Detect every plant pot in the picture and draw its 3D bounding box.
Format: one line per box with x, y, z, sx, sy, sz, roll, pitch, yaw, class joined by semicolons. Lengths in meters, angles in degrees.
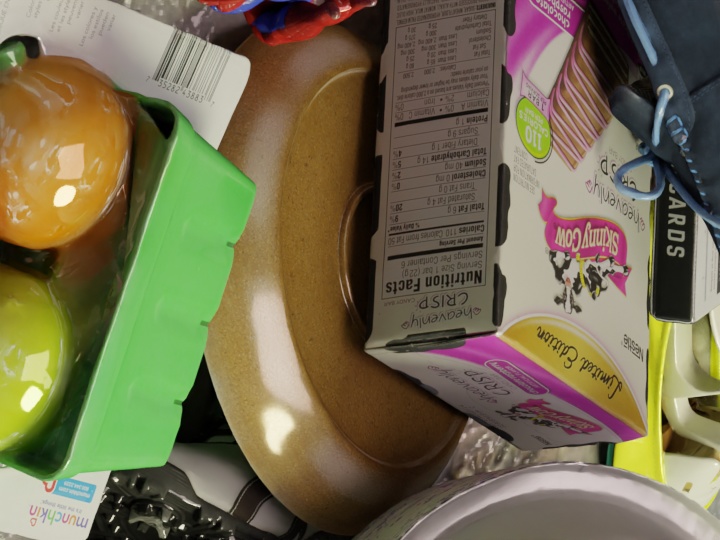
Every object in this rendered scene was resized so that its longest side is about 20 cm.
0.000;0.000;1.096;0.200;0.027;0.201;23;63;-56;plant pot

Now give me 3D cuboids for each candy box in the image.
0.063;-0.044;1.127;0.136;0.061;0.201;33;55;-54;candy box

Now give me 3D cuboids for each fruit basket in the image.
-0.137;-0.012;0.947;0.200;0.094;0.186;18;89;-41;fruit basket

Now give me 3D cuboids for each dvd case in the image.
0.176;-0.075;1.258;0.200;0.025;0.151;-28;122;-58;dvd case

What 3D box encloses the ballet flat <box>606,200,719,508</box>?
0.151;0.058;1.335;0.067;0.067;0.201;-32;128;-42;ballet flat

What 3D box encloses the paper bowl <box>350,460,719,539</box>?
0.075;0.170;1.045;0.200;0.104;0.202;4;80;-22;paper bowl

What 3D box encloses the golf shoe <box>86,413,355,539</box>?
-0.043;0.077;1.110;0.200;0.077;0.095;27;65;-54;golf shoe

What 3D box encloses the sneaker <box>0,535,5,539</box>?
-0.199;0.136;0.915;0.199;0.079;0.130;19;81;-63;sneaker

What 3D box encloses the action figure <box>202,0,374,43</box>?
-0.030;-0.112;0.982;0.200;0.051;0.066;-26;95;-88;action figure

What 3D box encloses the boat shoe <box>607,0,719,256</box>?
0.130;-0.074;1.130;0.084;0.068;0.201;-2;78;-76;boat shoe
